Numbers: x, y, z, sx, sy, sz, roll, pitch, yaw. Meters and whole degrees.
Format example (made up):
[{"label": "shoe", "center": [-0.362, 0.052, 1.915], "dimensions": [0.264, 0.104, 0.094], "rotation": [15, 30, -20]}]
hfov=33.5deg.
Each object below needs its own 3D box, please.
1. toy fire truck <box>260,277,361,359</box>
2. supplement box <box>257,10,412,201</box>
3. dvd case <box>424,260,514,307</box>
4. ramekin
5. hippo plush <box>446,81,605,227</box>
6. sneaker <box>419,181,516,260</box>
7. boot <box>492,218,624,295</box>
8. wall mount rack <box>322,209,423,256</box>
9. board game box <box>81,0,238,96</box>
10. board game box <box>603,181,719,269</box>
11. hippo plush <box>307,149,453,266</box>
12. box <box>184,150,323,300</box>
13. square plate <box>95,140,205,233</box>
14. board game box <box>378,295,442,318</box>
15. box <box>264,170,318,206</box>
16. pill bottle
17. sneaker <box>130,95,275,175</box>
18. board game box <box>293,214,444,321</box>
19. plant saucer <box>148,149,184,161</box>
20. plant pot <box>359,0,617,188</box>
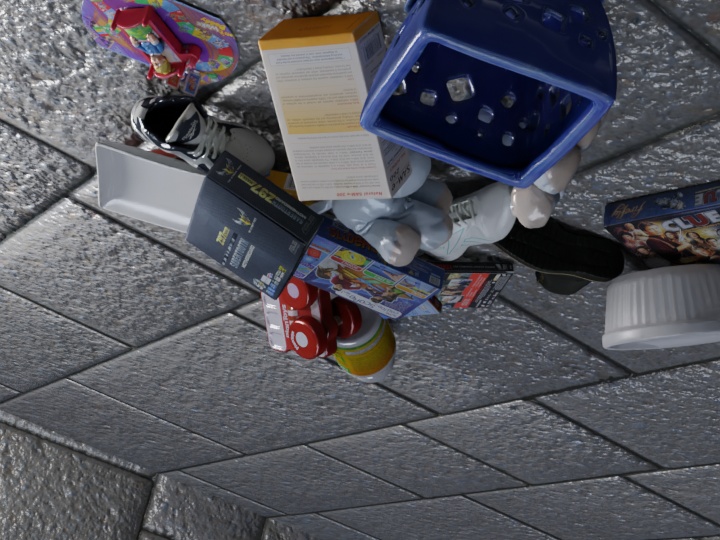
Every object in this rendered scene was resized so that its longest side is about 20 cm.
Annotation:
[{"label": "toy fire truck", "center": [-0.100, 0.042, 1.894], "dimensions": [0.166, 0.112, 0.203], "rotation": [7, 115, 40]}, {"label": "supplement box", "center": [-0.026, -0.185, 1.366], "dimensions": [0.124, 0.074, 0.202], "rotation": [1, 120, 26]}, {"label": "dvd case", "center": [0.121, 0.022, 1.827], "dimensions": [0.197, 0.022, 0.146], "rotation": [-1, 157, -10]}, {"label": "ramekin", "center": [0.426, 0.051, 1.633], "dimensions": [0.199, 0.096, 0.202], "rotation": [-5, 171, -1]}, {"label": "hippo plush", "center": [0.180, -0.163, 1.357], "dimensions": [0.160, 0.200, 0.161], "rotation": [30, 116, 7]}, {"label": "sneaker", "center": [0.135, -0.064, 1.606], "dimensions": [0.079, 0.071, 0.200], "rotation": [8, 155, -33]}, {"label": "boot", "center": [0.252, -0.011, 1.691], "dimensions": [0.198, 0.078, 0.138], "rotation": [21, 159, -11]}, {"label": "wall mount rack", "center": [0.025, -0.053, 1.729], "dimensions": [0.172, 0.075, 0.200], "rotation": [22, 155, -8]}, {"label": "board game box", "center": [-0.246, -0.271, 1.446], "dimensions": [0.198, 0.039, 0.158], "rotation": [20, 155, -13]}, {"label": "board game box", "center": [0.432, -0.056, 1.541], "dimensions": [0.198, 0.035, 0.135], "rotation": [-11, 145, 43]}, {"label": "hippo plush", "center": [0.035, -0.126, 1.524], "dimensions": [0.198, 0.159, 0.162], "rotation": [27, 139, 26]}, {"label": "box", "center": [-0.145, -0.055, 1.587], "dimensions": [0.157, 0.051, 0.200], "rotation": [35, 151, -1]}, {"label": "square plate", "center": [-0.281, -0.116, 1.721], "dimensions": [0.195, 0.029, 0.200], "rotation": [16, 155, -4]}, {"label": "board game box", "center": [0.031, 0.012, 1.745], "dimensions": [0.102, 0.020, 0.200], "rotation": [-7, 146, 30]}, {"label": "box", "center": [-0.117, -0.065, 1.696], "dimensions": [0.117, 0.042, 0.201], "rotation": [10, 147, 6]}, {"label": "pill bottle", "center": [0.001, 0.116, 2.040], "dimensions": [0.109, 0.112, 0.201], "rotation": [6, 154, 17]}, {"label": "sneaker", "center": [-0.204, -0.172, 1.544], "dimensions": [0.197, 0.080, 0.130], "rotation": [28, -178, -7]}, {"label": "board game box", "center": [0.000, 0.000, 1.675], "dimensions": [0.198, 0.035, 0.135], "rotation": [24, 150, -19]}, {"label": "plant saucer", "center": [-0.212, -0.124, 1.743], "dimensions": [0.197, 0.037, 0.200], "rotation": [-2, 152, 31]}, {"label": "plant pot", "center": [0.132, -0.224, 1.175], "dimensions": [0.198, 0.182, 0.200], "rotation": [19, 156, -11]}]
